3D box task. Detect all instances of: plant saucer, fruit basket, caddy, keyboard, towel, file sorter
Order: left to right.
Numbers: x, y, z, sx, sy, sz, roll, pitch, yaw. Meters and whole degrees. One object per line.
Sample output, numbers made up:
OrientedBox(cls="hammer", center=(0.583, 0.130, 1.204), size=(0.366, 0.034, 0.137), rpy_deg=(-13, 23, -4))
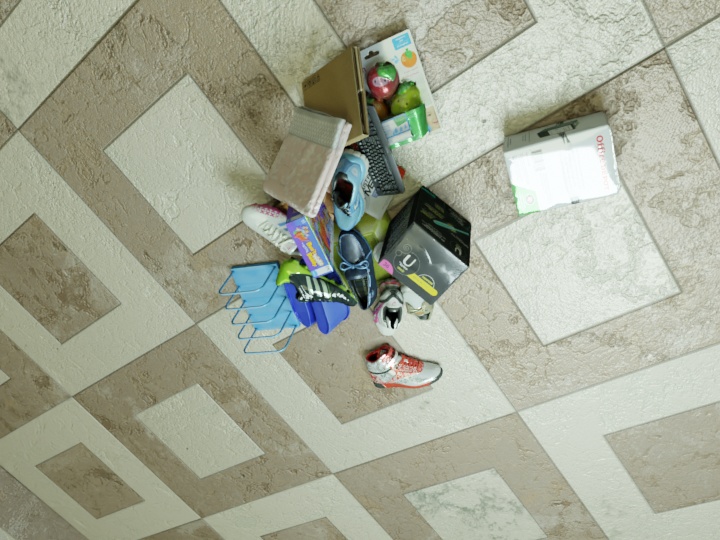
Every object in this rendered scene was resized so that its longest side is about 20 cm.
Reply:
OrientedBox(cls="file sorter", center=(-0.261, 0.100, 1.537), size=(0.136, 0.123, 0.203), rpy_deg=(-6, 120, 18))
OrientedBox(cls="towel", center=(-0.110, -0.219, 1.165), size=(0.032, 0.199, 0.194), rpy_deg=(18, 99, -39))
OrientedBox(cls="caddy", center=(-0.101, 0.057, 1.472), size=(0.140, 0.105, 0.202), rpy_deg=(17, 136, 37))
OrientedBox(cls="plant saucer", center=(0.003, -0.029, 1.426), size=(0.197, 0.048, 0.202), rpy_deg=(-15, 117, 23))
OrientedBox(cls="keyboard", center=(0.010, -0.239, 1.206), size=(0.126, 0.021, 0.202), rpy_deg=(5, 130, 41))
OrientedBox(cls="fruit basket", center=(0.049, -0.342, 1.186), size=(0.183, 0.094, 0.202), rpy_deg=(-15, 114, 24))

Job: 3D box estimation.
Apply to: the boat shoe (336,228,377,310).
OrientedBox(cls="boat shoe", center=(0.000, 0.000, 1.374), size=(0.083, 0.069, 0.202), rpy_deg=(-13, 118, 23))

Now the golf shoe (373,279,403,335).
OrientedBox(cls="golf shoe", center=(0.067, 0.112, 1.449), size=(0.071, 0.093, 0.201), rpy_deg=(1, 144, 1))

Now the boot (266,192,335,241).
OrientedBox(cls="boot", center=(-0.134, -0.131, 1.393), size=(0.153, 0.077, 0.202), rpy_deg=(20, 118, -3))

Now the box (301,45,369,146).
OrientedBox(cls="box", center=(-0.052, -0.319, 1.164), size=(0.199, 0.021, 0.167), rpy_deg=(-8, 90, 56))

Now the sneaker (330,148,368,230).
OrientedBox(cls="sneaker", center=(-0.037, -0.154, 1.241), size=(0.077, 0.091, 0.202), rpy_deg=(20, 143, 13))

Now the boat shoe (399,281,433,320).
OrientedBox(cls="boat shoe", center=(0.138, 0.068, 1.367), size=(0.073, 0.070, 0.200), rpy_deg=(-5, 164, 19))

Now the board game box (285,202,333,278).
OrientedBox(cls="board game box", center=(-0.102, -0.098, 1.246), size=(0.044, 0.201, 0.136), rpy_deg=(-19, 122, 10))

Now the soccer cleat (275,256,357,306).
OrientedBox(cls="soccer cleat", center=(-0.099, 0.044, 1.347), size=(0.198, 0.067, 0.082), rpy_deg=(29, 86, -18))

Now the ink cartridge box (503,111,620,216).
OrientedBox(cls="ink cartridge box", center=(0.396, -0.208, 1.178), size=(0.197, 0.084, 0.148), rpy_deg=(-11, 119, 21))

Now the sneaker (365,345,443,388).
OrientedBox(cls="sneaker", center=(0.109, 0.249, 1.564), size=(0.198, 0.068, 0.109), rpy_deg=(-10, 122, 24))

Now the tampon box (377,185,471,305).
OrientedBox(cls="tampon box", center=(0.140, -0.057, 1.271), size=(0.149, 0.201, 0.126), rpy_deg=(37, 120, -9))

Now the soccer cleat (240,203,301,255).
OrientedBox(cls="soccer cleat", center=(-0.177, -0.084, 1.333), size=(0.197, 0.087, 0.070), rpy_deg=(22, 131, -15))

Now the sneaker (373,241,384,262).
OrientedBox(cls="sneaker", center=(0.119, 0.003, 1.368), size=(0.198, 0.080, 0.071), rpy_deg=(23, 105, -26))

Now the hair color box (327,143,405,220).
OrientedBox(cls="hair color box", center=(-0.014, -0.210, 1.306), size=(0.198, 0.064, 0.112), rpy_deg=(28, 126, -2))
